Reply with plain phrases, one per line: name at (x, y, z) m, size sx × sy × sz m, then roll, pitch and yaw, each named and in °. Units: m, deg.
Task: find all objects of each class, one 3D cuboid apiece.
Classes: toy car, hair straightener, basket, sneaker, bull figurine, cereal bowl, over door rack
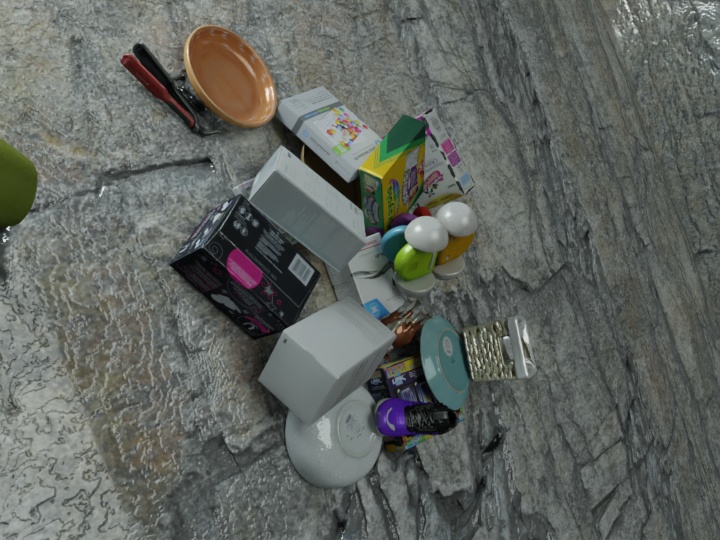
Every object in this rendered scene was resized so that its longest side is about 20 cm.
toy car at (0.126, -0.060, 1.281) m, size 0.200 × 0.175 × 0.150 m, roll -27°, pitch 55°, yaw -32°
hair straightener at (-0.310, -0.311, 1.106) m, size 0.200 × 0.041 × 0.077 m, roll 42°, pitch 52°, yaw -26°
basket at (0.311, 0.178, 1.434) m, size 0.200 × 0.123 × 0.136 m, roll 13°, pitch 65°, yaw -69°
sneaker at (0.112, 0.268, 1.186) m, size 0.200 × 0.099 × 0.070 m, roll 15°, pitch 68°, yaw -48°
bull figurine at (0.074, 0.112, 1.250) m, size 0.065 × 0.121 × 0.200 m, roll 47°, pitch 7°, yaw 9°
cereal bowl at (-0.031, 0.286, 1.149) m, size 0.200 × 0.083 × 0.201 m, roll 15°, pitch 68°, yaw -40°
over door rack at (0.127, -0.040, 1.403) m, size 0.200 × 0.067 × 0.148 m, roll 27°, pitch 57°, yaw -10°

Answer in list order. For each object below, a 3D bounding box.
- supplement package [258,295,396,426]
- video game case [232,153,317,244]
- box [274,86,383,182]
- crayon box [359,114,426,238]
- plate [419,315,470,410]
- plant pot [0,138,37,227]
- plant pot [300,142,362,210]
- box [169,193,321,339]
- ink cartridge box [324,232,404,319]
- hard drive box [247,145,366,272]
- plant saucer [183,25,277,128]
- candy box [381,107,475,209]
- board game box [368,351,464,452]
supplement package at (-0.053, 0.147, 1.094) m, size 0.121 × 0.120 × 0.200 m, roll 39°, pitch 30°, yaw 16°
video game case at (-0.136, -0.128, 1.228) m, size 0.200 × 0.018 × 0.144 m, roll -37°, pitch 102°, yaw -44°
box at (-0.051, -0.273, 1.273) m, size 0.200 × 0.041 × 0.156 m, roll 44°, pitch 38°, yaw 5°
crayon box at (0.068, -0.180, 1.303) m, size 0.173 × 0.058 × 0.200 m, roll -55°, pitch 157°, yaw -29°
plate at (0.187, 0.189, 1.345) m, size 0.200 × 0.026 × 0.201 m, roll 29°, pitch 52°, yaw -46°
plant pot at (-0.512, -0.120, 0.779) m, size 0.200 × 0.187 × 0.188 m, roll 17°, pitch 64°, yaw -55°
plant pot at (-0.054, -0.185, 1.300) m, size 0.200 × 0.027 × 0.201 m, roll 30°, pitch 50°, yaw -43°
box at (-0.188, -0.003, 1.072) m, size 0.200 × 0.115 × 0.132 m, roll 46°, pitch 49°, yaw -24°
ink cartridge box at (0.000, 0.000, 1.281) m, size 0.116 × 0.067 × 0.201 m, roll -22°, pitch 92°, yaw -44°
hard drive box at (-0.089, -0.112, 1.134) m, size 0.200 × 0.077 × 0.156 m, roll 39°, pitch 18°, yaw -18°
plant saucer at (-0.238, -0.347, 1.172) m, size 0.200 × 0.037 × 0.201 m, roll 28°, pitch 51°, yaw -40°
candy box at (0.152, -0.246, 1.456) m, size 0.061 × 0.136 × 0.200 m, roll -42°, pitch 106°, yaw -41°
board game box at (0.114, 0.257, 1.314) m, size 0.200 × 0.057 × 0.166 m, roll -10°, pitch 82°, yaw -45°
